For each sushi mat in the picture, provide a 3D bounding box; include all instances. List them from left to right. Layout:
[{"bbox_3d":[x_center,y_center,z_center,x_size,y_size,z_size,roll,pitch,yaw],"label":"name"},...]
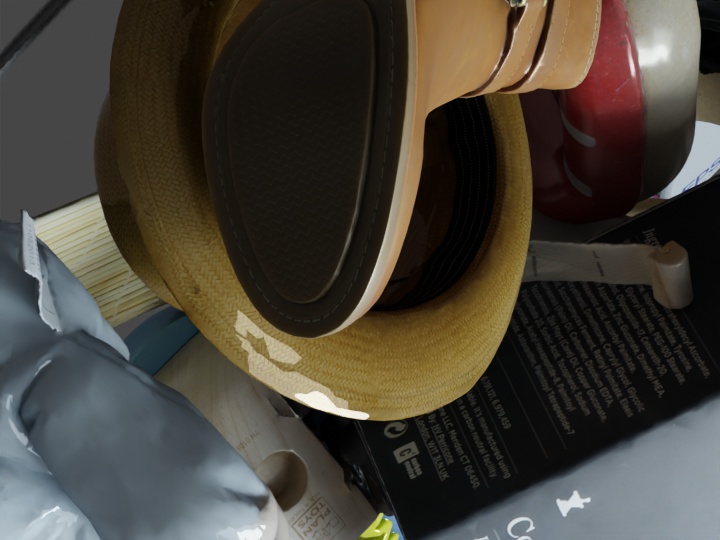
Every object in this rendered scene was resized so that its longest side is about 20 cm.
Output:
[{"bbox_3d":[-0.106,0.003,0.924,0.200,0.012,0.096,-27,152,-49],"label":"sushi mat"}]

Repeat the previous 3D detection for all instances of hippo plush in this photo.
[{"bbox_3d":[-0.127,0.078,0.770,0.161,0.159,0.200,-42,156,-6],"label":"hippo plush"}]

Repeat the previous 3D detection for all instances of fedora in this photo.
[{"bbox_3d":[-0.026,-0.037,0.851,0.082,0.202,0.200,-15,-172,41],"label":"fedora"}]

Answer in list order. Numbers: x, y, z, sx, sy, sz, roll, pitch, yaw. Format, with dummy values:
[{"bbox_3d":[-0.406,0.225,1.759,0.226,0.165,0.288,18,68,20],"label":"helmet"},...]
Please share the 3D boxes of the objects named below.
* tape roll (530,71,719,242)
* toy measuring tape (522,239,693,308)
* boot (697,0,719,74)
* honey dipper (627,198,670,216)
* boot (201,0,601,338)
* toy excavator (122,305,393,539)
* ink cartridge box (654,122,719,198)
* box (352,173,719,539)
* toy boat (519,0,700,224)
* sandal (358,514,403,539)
[{"bbox_3d":[0.135,-0.044,1.087,0.203,0.202,0.037,-39,141,-27],"label":"tape roll"},{"bbox_3d":[0.018,0.012,0.924,0.073,0.199,0.074,5,90,-67],"label":"toy measuring tape"},{"bbox_3d":[0.168,-0.174,1.020,0.198,0.073,0.163,79,32,-75],"label":"boot"},{"bbox_3d":[0.119,-0.025,1.120,0.038,0.199,0.038,4,90,-74],"label":"honey dipper"},{"bbox_3d":[0.025,-0.071,0.804,0.154,0.073,0.201,15,77,-56],"label":"boot"},{"bbox_3d":[-0.055,0.082,1.091,0.100,0.200,0.195,-44,120,-9],"label":"toy excavator"},{"bbox_3d":[0.225,-0.141,1.358,0.196,0.043,0.200,-43,163,-15],"label":"ink cartridge box"},{"bbox_3d":[0.124,0.094,0.976,0.196,0.124,0.201,-27,125,0],"label":"box"},{"bbox_3d":[0.056,-0.089,0.981,0.130,0.131,0.200,-16,159,0],"label":"toy boat"},{"bbox_3d":[0.006,0.084,1.263,0.087,0.079,0.200,-48,164,-11],"label":"sandal"}]
